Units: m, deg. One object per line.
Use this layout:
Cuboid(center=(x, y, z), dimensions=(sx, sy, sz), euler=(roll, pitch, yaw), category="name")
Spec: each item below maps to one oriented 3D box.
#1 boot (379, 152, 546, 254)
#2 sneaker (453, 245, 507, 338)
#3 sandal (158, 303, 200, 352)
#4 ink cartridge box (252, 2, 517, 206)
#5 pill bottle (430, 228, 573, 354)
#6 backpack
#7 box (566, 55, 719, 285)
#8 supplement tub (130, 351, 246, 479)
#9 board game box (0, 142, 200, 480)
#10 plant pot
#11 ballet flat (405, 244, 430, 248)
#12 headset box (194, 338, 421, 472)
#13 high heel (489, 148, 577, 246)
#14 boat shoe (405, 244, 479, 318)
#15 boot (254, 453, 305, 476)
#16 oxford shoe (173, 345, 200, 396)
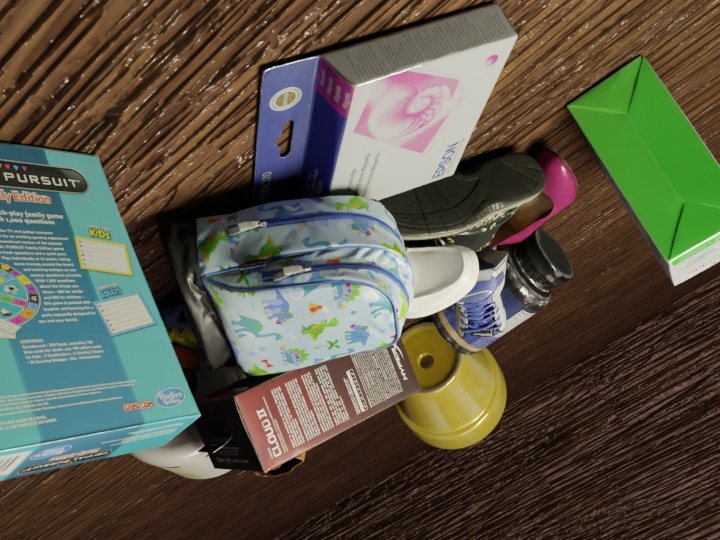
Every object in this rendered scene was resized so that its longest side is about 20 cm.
Cuboid(center=(0.093, -0.050, 0.883), dimensions=(0.202, 0.074, 0.154), euler=(-18, 162, -21), category="boot")
Cuboid(center=(0.153, 0.034, 1.005), dimensions=(0.080, 0.116, 0.199), euler=(-9, -173, 10), category="sneaker")
Cuboid(center=(-0.117, 0.038, 0.818), dimensions=(0.198, 0.088, 0.080), euler=(-6, 166, 2), category="sandal")
Cuboid(center=(0.012, -0.116, 0.659), dimensions=(0.199, 0.044, 0.197), euler=(-22, 160, -19), category="ink cartridge box")
Cuboid(center=(0.207, 0.029, 1.172), dimensions=(0.200, 0.112, 0.111), euler=(-40, 157, 29), category="pill bottle")
Cuboid(center=(-0.053, 0.012, 0.694), dimensions=(0.199, 0.154, 0.164), euler=(-20, 137, -13), category="backpack")
Cuboid(center=(0.329, -0.102, 0.870), dimensions=(0.096, 0.201, 0.176), euler=(-32, 161, 15), category="box")
Cuboid(center=(-0.195, 0.164, 0.928), dimensions=(0.144, 0.146, 0.200), euler=(-25, 161, -6), category="supplement tub")
Cuboid(center=(-0.198, 0.016, 0.470), dimensions=(0.047, 0.201, 0.150), euler=(-38, 158, 30), category="board game box")
Cuboid(center=(0.137, 0.186, 1.377), dimensions=(0.200, 0.202, 0.189), euler=(-29, 145, 6), category="plant pot")
Cuboid(center=(0.076, 0.000, 1.024), dimensions=(0.064, 0.067, 0.200), euler=(-50, 168, -19), category="ballet flat")
Cuboid(center=(-0.065, 0.128, 0.780), dimensions=(0.199, 0.078, 0.149), euler=(-23, 180, -31), category="headset box")
Cuboid(center=(0.199, -0.076, 0.953), dimensions=(0.096, 0.068, 0.200), euler=(-37, 164, -5), category="high heel")
Cuboid(center=(0.022, 0.011, 0.826), dimensions=(0.199, 0.071, 0.069), euler=(-14, 155, 27), category="boat shoe")
Cuboid(center=(-0.068, 0.125, 0.930), dimensions=(0.068, 0.201, 0.188), euler=(27, 140, -24), category="boot")
Cuboid(center=(-0.245, 0.102, 0.762), dimensions=(0.199, 0.073, 0.071), euler=(13, 160, -35), category="oxford shoe")
